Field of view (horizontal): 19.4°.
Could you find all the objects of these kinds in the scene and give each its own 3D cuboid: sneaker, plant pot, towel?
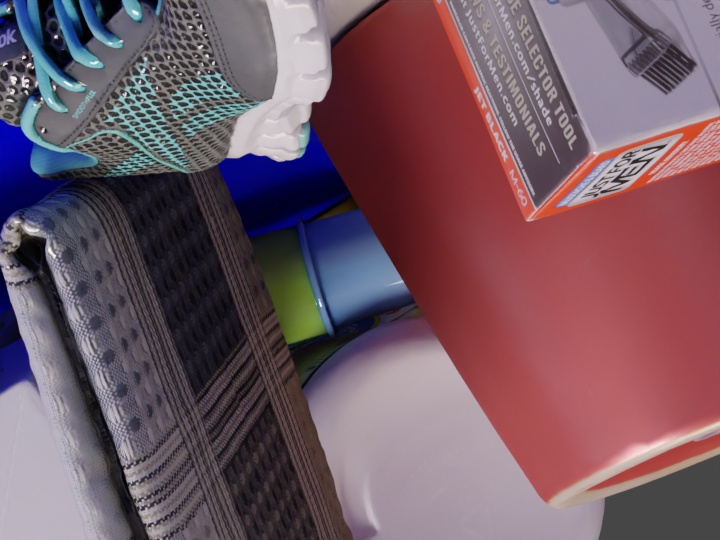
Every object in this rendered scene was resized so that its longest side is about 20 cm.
[{"bbox_3d":[-0.059,-0.062,0.557,0.091,0.078,0.200,-15,166,-8],"label":"sneaker"},{"bbox_3d":[0.100,-0.020,0.774,0.200,0.178,0.200,-22,169,-5],"label":"plant pot"},{"bbox_3d":[-0.053,0.058,0.689,0.034,0.200,0.193,-18,-171,12],"label":"towel"}]

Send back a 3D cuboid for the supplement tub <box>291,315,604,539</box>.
[{"bbox_3d":[0.013,0.099,0.961,0.145,0.145,0.200,-19,179,-16],"label":"supplement tub"}]

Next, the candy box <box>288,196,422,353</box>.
[{"bbox_3d":[0.017,-0.005,0.992,0.200,0.026,0.102,-30,150,35],"label":"candy box"}]

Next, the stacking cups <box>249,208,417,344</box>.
[{"bbox_3d":[0.000,0.000,0.903,0.200,0.061,0.061,-15,168,0],"label":"stacking cups"}]

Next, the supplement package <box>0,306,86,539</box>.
[{"bbox_3d":[-0.118,0.082,0.784,0.114,0.110,0.200,-32,-169,9],"label":"supplement package"}]

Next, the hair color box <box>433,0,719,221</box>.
[{"bbox_3d":[0.124,-0.099,0.624,0.200,0.111,0.064,-17,167,-20],"label":"hair color box"}]
